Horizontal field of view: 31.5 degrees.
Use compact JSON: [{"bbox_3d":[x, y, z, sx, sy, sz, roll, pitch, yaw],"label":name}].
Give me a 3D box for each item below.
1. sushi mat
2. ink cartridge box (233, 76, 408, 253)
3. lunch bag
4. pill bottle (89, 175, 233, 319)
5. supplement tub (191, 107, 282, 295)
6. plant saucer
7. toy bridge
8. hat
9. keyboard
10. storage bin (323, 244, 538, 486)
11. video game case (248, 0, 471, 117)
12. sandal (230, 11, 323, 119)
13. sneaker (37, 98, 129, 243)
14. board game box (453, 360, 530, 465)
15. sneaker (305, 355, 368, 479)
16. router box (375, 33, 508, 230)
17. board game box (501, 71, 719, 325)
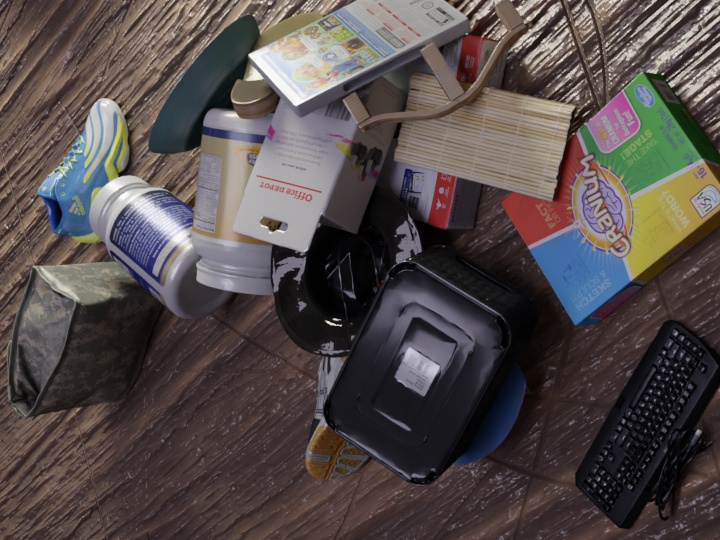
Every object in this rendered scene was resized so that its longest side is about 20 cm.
[{"bbox_3d":[0.120,-0.136,1.278,0.200,0.012,0.096,19,104,36],"label":"sushi mat"},{"bbox_3d":[-0.043,-0.113,1.344,0.115,0.068,0.200,17,84,38],"label":"ink cartridge box"},{"bbox_3d":[-0.372,0.097,1.689,0.118,0.164,0.200,33,112,30],"label":"lunch bag"},{"bbox_3d":[-0.248,-0.034,1.607,0.200,0.116,0.116,36,114,35],"label":"pill bottle"},{"bbox_3d":[-0.118,-0.080,1.469,0.144,0.144,0.200,14,101,41],"label":"supplement tub"},{"bbox_3d":[-0.173,-0.209,1.502,0.036,0.200,0.200,38,119,3],"label":"plant saucer"},{"bbox_3d":[0.084,-0.192,1.266,0.200,0.027,0.067,-31,78,4],"label":"toy bridge"},{"bbox_3d":[0.000,0.000,1.384,0.200,0.081,0.201,-1,88,33],"label":"hat"},{"bbox_3d":[0.272,0.153,1.197,0.104,0.040,0.200,40,118,34],"label":"keyboard"},{"bbox_3d":[0.068,0.092,1.254,0.135,0.094,0.200,32,113,16],"label":"storage bin"},{"bbox_3d":[-0.003,-0.236,1.328,0.143,0.200,0.018,51,166,50],"label":"video game case"},{"bbox_3d":[-0.088,-0.212,1.442,0.077,0.212,0.070,-2,127,20],"label":"sandal"},{"bbox_3d":[-0.375,-0.134,1.724,0.076,0.105,0.200,12,100,41],"label":"sneaker"},{"bbox_3d":[0.107,0.104,1.345,0.158,0.039,0.200,-47,55,34],"label":"board game box"},{"bbox_3d":[-0.016,0.144,1.446,0.088,0.075,0.200,-111,34,-55],"label":"sneaker"},{"bbox_3d":[0.058,-0.159,1.372,0.179,0.049,0.200,19,104,40],"label":"router box"},{"bbox_3d":[0.245,-0.065,1.212,0.200,0.040,0.153,-45,63,33],"label":"board game box"}]
